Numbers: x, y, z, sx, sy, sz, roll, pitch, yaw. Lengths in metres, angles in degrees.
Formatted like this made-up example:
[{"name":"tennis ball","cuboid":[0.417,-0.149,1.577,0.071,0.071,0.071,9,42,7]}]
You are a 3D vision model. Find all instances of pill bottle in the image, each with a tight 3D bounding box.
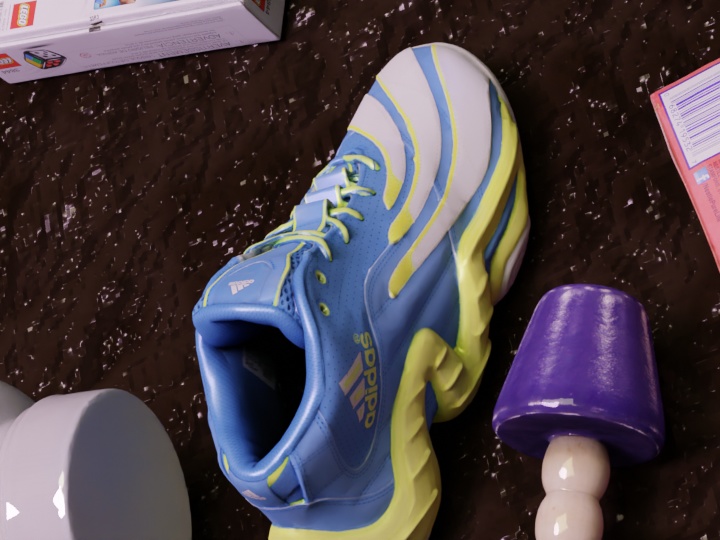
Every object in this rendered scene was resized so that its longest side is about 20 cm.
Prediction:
[{"name":"pill bottle","cuboid":[-0.164,0.096,0.947,0.199,0.112,0.113,-11,61,24]}]

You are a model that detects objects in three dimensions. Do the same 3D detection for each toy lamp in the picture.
[{"name":"toy lamp","cuboid":[0.061,0.102,0.852,0.058,0.058,0.201,-2,64,28]}]

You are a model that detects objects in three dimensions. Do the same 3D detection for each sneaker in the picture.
[{"name":"sneaker","cuboid":[0.000,0.000,0.907,0.075,0.105,0.201,-3,65,28]}]

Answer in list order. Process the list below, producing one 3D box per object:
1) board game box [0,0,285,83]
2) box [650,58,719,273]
[{"name":"board game box","cuboid":[-0.082,-0.176,1.086,0.126,0.035,0.201,-6,64,27]},{"name":"box","cuboid":[0.175,0.021,0.804,0.102,0.095,0.200,-28,56,14]}]
